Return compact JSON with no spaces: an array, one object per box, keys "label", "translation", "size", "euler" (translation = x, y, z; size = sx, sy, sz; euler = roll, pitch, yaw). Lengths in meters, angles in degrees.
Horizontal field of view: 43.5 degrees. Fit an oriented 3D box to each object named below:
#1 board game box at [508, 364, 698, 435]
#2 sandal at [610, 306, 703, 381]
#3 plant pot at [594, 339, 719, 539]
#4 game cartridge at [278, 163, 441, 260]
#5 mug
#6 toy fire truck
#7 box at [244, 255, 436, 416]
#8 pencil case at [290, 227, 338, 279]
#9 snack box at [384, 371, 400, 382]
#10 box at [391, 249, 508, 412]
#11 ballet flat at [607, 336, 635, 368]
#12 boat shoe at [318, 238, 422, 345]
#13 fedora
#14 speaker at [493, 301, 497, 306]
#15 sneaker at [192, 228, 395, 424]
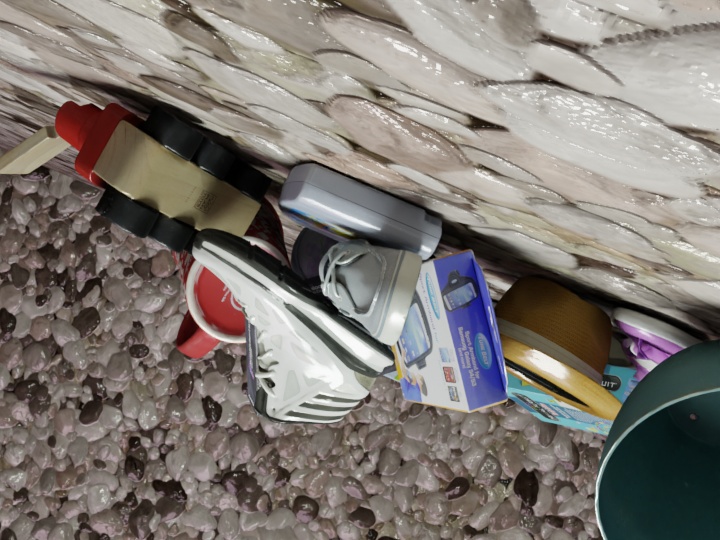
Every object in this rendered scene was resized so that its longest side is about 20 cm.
[{"label":"board game box","translation":[0.262,0.141,0.984],"size":[0.197,0.048,0.150],"euler":[8,162,38]},{"label":"sandal","translation":[0.267,0.079,0.809],"size":[0.081,0.051,0.202],"euler":[20,176,28]},{"label":"plant pot","translation":[0.273,0.130,0.658],"size":[0.196,0.203,0.135],"euler":[21,-149,5]},{"label":"game cartridge","translation":[-0.006,-0.045,0.776],"size":[0.131,0.041,0.200],"euler":[26,176,-2]},{"label":"mug","translation":[-0.133,0.013,0.963],"size":[0.130,0.182,0.200],"euler":[-3,-165,-12]},{"label":"toy fire truck","translation":[-0.208,-0.088,0.797],"size":[0.198,0.130,0.176],"euler":[33,-177,27]},{"label":"box","translation":[-0.019,0.062,0.902],"size":[0.196,0.145,0.036],"euler":[-15,-134,-19]},{"label":"pencil case","translation":[0.000,0.000,1.016],"size":[0.083,0.091,0.200],"euler":[46,-173,26]},{"label":"snack box","translation":[0.034,0.054,1.127],"size":[0.197,0.145,0.053],"euler":[21,176,23]},{"label":"box","translation":[0.066,0.052,0.761],"size":[0.041,0.122,0.200],"euler":[-14,178,-13]},{"label":"ballet flat","translation":[0.240,0.082,1.038],"size":[0.197,0.071,0.069],"euler":[16,175,26]},{"label":"boat shoe","translation":[-0.001,0.011,0.714],"size":[0.070,0.072,0.201],"euler":[17,180,-7]},{"label":"fedora","translation":[0.168,0.060,0.809],"size":[0.198,0.083,0.201],"euler":[29,175,3]},{"label":"speaker","translation":[0.224,0.101,1.181],"size":[0.197,0.083,0.081],"euler":[21,177,29]},{"label":"sneaker","translation":[-0.078,0.060,0.762],"size":[0.199,0.116,0.076],"euler":[36,-174,-9]}]
